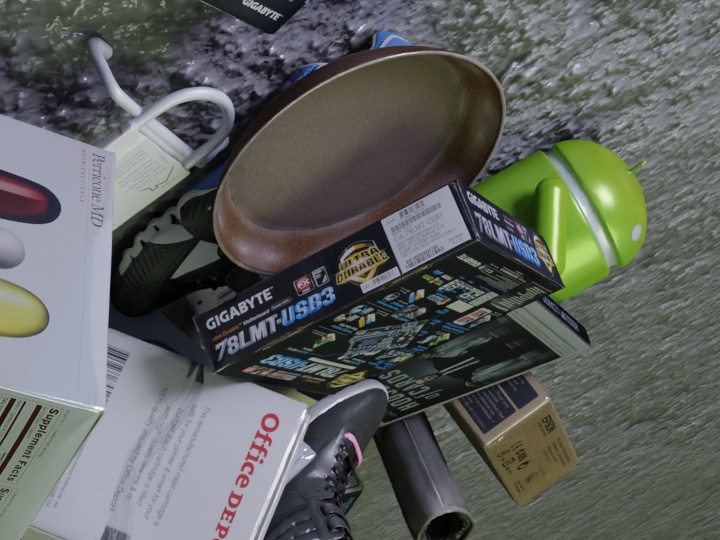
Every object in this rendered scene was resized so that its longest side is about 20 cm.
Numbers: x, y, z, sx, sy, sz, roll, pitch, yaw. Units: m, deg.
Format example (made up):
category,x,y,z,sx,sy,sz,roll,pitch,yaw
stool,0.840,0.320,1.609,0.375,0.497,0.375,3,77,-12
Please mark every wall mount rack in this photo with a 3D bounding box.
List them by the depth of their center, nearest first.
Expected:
category,x,y,z,sx,sy,sz,roll,pitch,yaw
wall mount rack,-0.159,-0.058,0.995,0.200,0.075,0.174,-34,149,10

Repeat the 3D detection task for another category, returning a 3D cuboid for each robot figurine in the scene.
category,x,y,z,sx,sy,sz,roll,pitch,yaw
robot figurine,0.140,-0.029,1.280,0.200,0.116,0.175,-29,168,2

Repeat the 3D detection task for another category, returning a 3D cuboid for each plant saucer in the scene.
category,x,y,z,sx,sy,sz,roll,pitch,yaw
plant saucer,-0.004,-0.071,0.994,0.200,0.032,0.200,-21,148,-14

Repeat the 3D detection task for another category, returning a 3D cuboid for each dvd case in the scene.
category,x,y,z,sx,sy,sz,roll,pitch,yaw
dvd case,0.066,0.068,1.252,0.200,0.025,0.150,-23,155,18

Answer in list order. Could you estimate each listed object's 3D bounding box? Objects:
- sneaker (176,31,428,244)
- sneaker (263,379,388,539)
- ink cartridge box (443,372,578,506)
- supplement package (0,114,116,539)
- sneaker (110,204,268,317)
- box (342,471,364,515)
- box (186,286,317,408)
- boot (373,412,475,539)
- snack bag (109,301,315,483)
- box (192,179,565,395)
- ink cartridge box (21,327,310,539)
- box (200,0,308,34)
category,x,y,z,sx,sy,sz,roll,pitch,yaw
sneaker,-0.034,-0.085,1.056,0.200,0.077,0.076,-29,151,-3
sneaker,-0.023,0.167,1.170,0.200,0.099,0.071,-44,137,-25
ink cartridge box,0.109,0.105,1.425,0.075,0.165,0.200,-35,154,-1
supplement package,-0.248,0.017,0.830,0.200,0.192,0.147,18,132,-24
sneaker,-0.087,-0.015,1.111,0.200,0.091,0.066,-34,152,9
box,-0.110,0.179,1.397,0.200,0.117,0.060,-6,143,-36
box,-0.062,0.064,1.285,0.068,0.082,0.200,-33,154,3
boot,0.043,0.158,1.413,0.072,0.200,0.182,-31,155,-2
snack bag,-0.164,0.138,1.132,0.200,0.188,0.021,-46,168,-18
box,0.018,0.020,1.081,0.198,0.050,0.200,-25,162,18
ink cartridge box,-0.151,0.131,1.078,0.083,0.200,0.147,101,11,-68
box,-0.058,-0.218,0.842,0.159,0.046,0.200,-41,151,21
